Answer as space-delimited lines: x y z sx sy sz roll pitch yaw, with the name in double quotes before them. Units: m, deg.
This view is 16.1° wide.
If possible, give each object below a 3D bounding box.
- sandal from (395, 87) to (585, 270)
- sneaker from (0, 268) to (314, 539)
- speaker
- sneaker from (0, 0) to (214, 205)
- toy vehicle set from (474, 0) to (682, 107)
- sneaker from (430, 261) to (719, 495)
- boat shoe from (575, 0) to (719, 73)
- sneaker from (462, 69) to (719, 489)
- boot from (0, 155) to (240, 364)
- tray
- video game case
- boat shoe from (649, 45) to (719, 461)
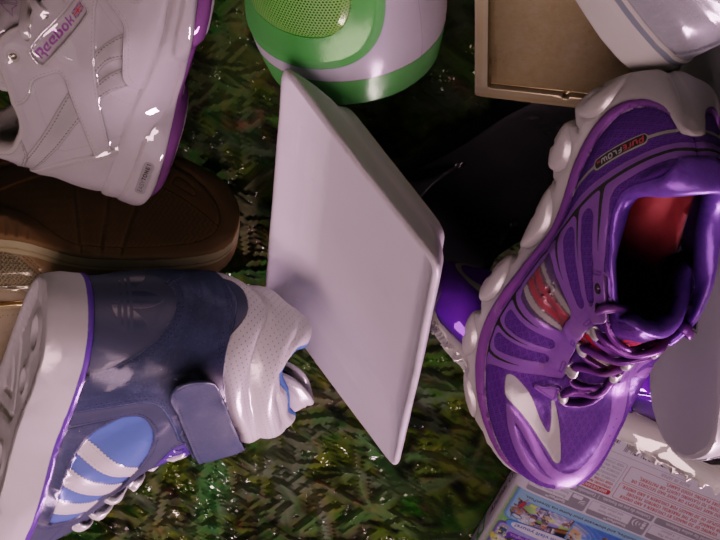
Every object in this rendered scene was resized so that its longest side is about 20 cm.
"sandal" 0.036 -0.018 1.136 0.076 0.043 0.200 36 131 -16
"sneaker" -0.096 0.076 1.172 0.145 0.081 0.201 5 138 -20
"speaker" -0.014 -0.166 0.990 0.088 0.089 0.201 4 132 14
"sneaker" -0.113 -0.108 1.068 0.099 0.075 0.201 11 132 -8
"toy vehicle set" 0.108 -0.149 1.008 0.123 0.027 0.201 8 133 10
"sneaker" 0.119 0.021 1.121 0.199 0.070 0.100 24 109 -26
"boat shoe" 0.089 -0.159 0.944 0.071 0.070 0.201 -22 127 26
"sneaker" 0.095 0.017 1.014 0.080 0.084 0.201 2 130 -15
"boot" -0.147 0.017 1.206 0.198 0.073 0.156 -2 137 5
"tray" 0.000 0.000 1.079 0.108 0.022 0.200 52 160 20
"video game case" 0.163 0.143 1.259 0.199 0.022 0.183 22 133 -4
"boat shoe" 0.163 -0.017 1.050 0.063 0.071 0.201 -12 123 -26
